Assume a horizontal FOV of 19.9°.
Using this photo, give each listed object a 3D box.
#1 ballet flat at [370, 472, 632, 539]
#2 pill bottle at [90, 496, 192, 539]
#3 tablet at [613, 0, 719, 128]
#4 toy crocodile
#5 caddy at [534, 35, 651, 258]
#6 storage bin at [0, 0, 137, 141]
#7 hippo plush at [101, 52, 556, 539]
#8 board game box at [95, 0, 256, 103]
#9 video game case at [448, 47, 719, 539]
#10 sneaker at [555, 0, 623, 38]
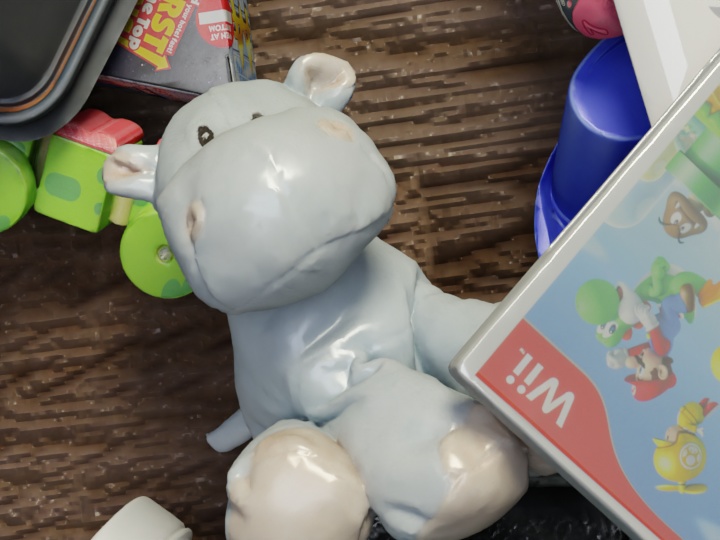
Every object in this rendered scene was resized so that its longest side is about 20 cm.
[{"bbox_3d":[0.044,0.099,0.747,0.200,0.057,0.066,-19,70,14],"label":"ballet flat"},{"bbox_3d":[-0.034,0.183,0.822,0.200,0.112,0.112,35,94,9],"label":"pill bottle"},{"bbox_3d":[0.153,-0.106,0.719,0.130,0.014,0.200,-17,94,-1],"label":"tablet"},{"bbox_3d":[-0.107,-0.039,0.851,0.200,0.068,0.062,19,110,2],"label":"toy crocodile"},{"bbox_3d":[0.167,-0.033,0.800,0.200,0.105,0.141,-13,68,1],"label":"caddy"},{"bbox_3d":[-0.149,-0.171,0.766,0.146,0.134,0.200,25,84,9],"label":"storage bin"},{"bbox_3d":[0.000,0.000,0.759,0.159,0.200,0.161,-19,105,-3],"label":"hippo plush"},{"bbox_3d":[-0.113,-0.155,0.869,0.200,0.062,0.200,26,93,8],"label":"board game box"},{"bbox_3d":[0.146,0.006,0.694,0.143,0.017,0.200,42,81,-5],"label":"video game case"},{"bbox_3d":[0.077,-0.160,0.804,0.075,0.081,0.200,-29,44,22],"label":"sneaker"}]
